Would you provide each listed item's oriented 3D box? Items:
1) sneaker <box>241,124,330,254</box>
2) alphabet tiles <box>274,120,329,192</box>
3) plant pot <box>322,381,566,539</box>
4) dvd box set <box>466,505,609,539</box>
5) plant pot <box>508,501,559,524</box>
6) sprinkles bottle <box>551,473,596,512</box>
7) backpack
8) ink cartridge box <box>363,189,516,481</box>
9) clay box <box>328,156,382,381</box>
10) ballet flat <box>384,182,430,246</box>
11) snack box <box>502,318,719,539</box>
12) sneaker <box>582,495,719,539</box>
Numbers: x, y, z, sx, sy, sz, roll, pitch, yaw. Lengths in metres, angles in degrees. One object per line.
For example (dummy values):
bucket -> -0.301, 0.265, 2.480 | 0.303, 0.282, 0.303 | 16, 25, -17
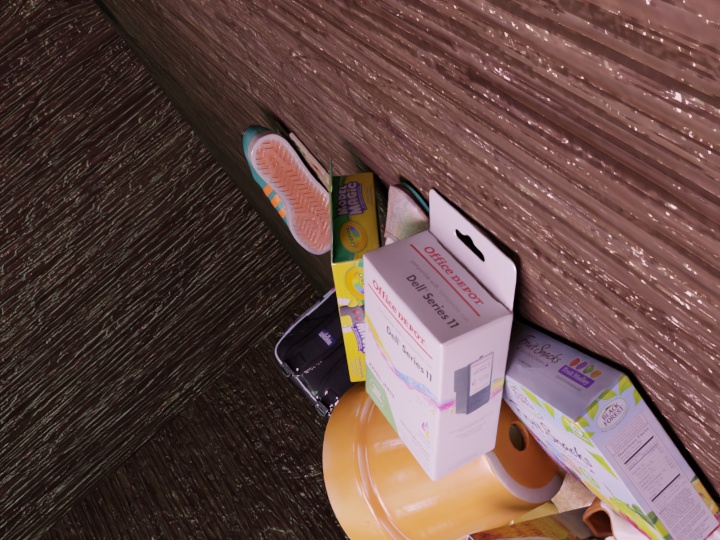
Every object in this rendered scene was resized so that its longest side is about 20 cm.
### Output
sneaker -> -0.091, -0.111, 1.080 | 0.080, 0.071, 0.201 | 49, 171, 52
alphabet tiles -> -0.043, -0.106, 1.081 | 0.200, 0.006, 0.166 | 49, 174, 5
plant pot -> 0.094, 0.178, 0.809 | 0.201, 0.200, 0.183 | 50, 136, -10
dvd box set -> 0.203, 0.251, 0.670 | 0.146, 0.198, 0.030 | 38, 123, 53
plant pot -> 0.237, 0.365, 1.004 | 0.198, 0.198, 0.194 | 13, 176, -4
sprinkles bottle -> 0.257, 0.260, 0.843 | 0.201, 0.068, 0.068 | 51, 174, -9
backpack -> 0.006, 0.107, 1.136 | 0.177, 0.200, 0.151 | 43, 177, 21
ink cartridge box -> 0.056, 0.052, 0.646 | 0.117, 0.067, 0.202 | 48, 150, 42
clay box -> 0.000, 0.000, 0.787 | 0.201, 0.047, 0.116 | 84, -178, -47
ballet flat -> 0.060, 0.011, 0.733 | 0.068, 0.067, 0.201 | 39, 168, 52
snack box -> 0.172, 0.119, 0.642 | 0.143, 0.053, 0.200 | 53, 174, -15
sneaker -> 0.240, 0.218, 0.615 | 0.073, 0.084, 0.200 | 53, 173, -16
